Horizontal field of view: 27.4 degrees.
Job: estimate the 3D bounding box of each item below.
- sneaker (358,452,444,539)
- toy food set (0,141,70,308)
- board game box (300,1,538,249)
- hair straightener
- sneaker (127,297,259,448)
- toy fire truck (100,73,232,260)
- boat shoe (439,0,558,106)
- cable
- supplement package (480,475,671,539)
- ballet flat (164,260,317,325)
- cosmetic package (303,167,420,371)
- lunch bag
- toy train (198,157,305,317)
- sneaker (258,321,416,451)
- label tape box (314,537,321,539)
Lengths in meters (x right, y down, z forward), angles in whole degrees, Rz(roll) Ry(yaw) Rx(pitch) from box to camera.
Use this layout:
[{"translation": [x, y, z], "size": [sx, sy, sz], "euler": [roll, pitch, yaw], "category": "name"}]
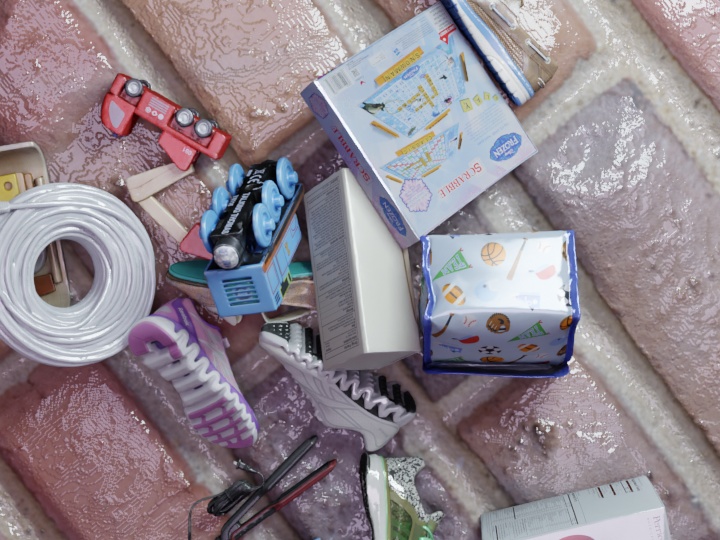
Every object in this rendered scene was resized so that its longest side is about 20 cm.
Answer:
[{"translation": [0.056, 0.298, 1.653], "size": [0.087, 0.077, 0.203], "euler": [-10, 85, -5], "category": "sneaker"}, {"translation": [-0.416, -0.035, 1.661], "size": [0.142, 0.060, 0.203], "euler": [-10, 95, 4], "category": "toy food set"}, {"translation": [0.066, -0.159, 1.589], "size": [0.199, 0.041, 0.201], "euler": [-35, 93, -30], "category": "board game box"}, {"translation": [-0.125, 0.250, 1.688], "size": [0.199, 0.041, 0.077], "euler": [-37, 92, 9], "category": "hair straightener"}, {"translation": [-0.172, 0.110, 1.655], "size": [0.080, 0.089, 0.201], "euler": [-20, 116, 33], "category": "sneaker"}, {"translation": [-0.216, -0.115, 1.652], "size": [0.199, 0.049, 0.142], "euler": [30, 97, 1], "category": "toy fire truck"}, {"translation": [0.143, -0.282, 1.618], "size": [0.072, 0.072, 0.201], "euler": [-36, 102, 0], "category": "boat shoe"}, {"translation": [-0.326, 0.005, 1.622], "size": [0.198, 0.069, 0.203], "euler": [-16, 97, -25], "category": "cable"}, {"translation": [0.249, 0.353, 1.621], "size": [0.198, 0.147, 0.194], "euler": [-14, 94, 4], "category": "supplement package"}, {"translation": [-0.120, 0.028, 1.654], "size": [0.197, 0.068, 0.068], "euler": [1, 114, 3], "category": "ballet flat"}, {"translation": [0.000, 0.000, 1.591], "size": [0.072, 0.103, 0.203], "euler": [-1, 77, -29], "category": "cosmetic package"}, {"translation": [0.146, 0.050, 1.580], "size": [0.168, 0.200, 0.125], "euler": [1, 66, 2], "category": "lunch bag"}, {"translation": [-0.112, -0.040, 1.588], "size": [0.086, 0.201, 0.115], "euler": [-6, 119, 16], "category": "toy train"}, {"translation": [-0.036, 0.131, 1.649], "size": [0.199, 0.075, 0.081], "euler": [34, 110, -9], "category": "sneaker"}, {"translation": [-0.017, 0.392, 1.614], "size": [0.200, 0.143, 0.066], "euler": [43, 97, 14], "category": "label tape box"}]
